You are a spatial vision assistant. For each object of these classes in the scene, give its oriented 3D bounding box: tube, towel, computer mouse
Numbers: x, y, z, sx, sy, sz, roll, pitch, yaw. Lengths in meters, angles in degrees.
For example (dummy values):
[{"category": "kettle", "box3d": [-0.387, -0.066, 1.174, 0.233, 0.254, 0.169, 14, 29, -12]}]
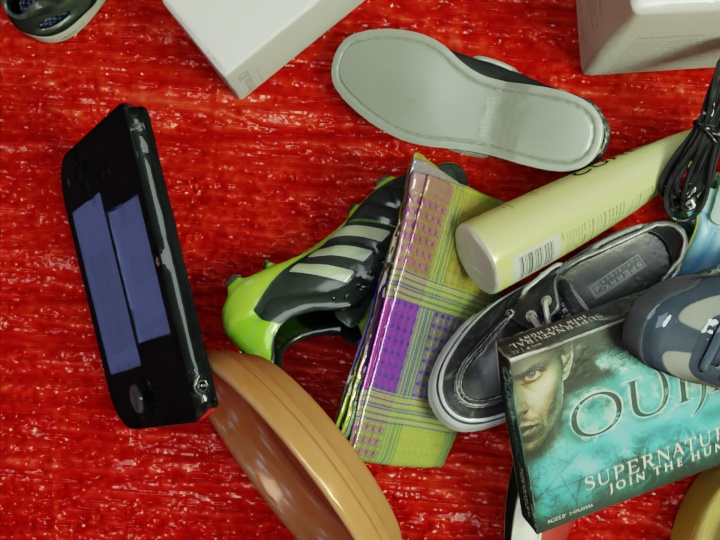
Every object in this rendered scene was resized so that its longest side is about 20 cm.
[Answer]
[{"category": "tube", "box3d": [0.158, -0.049, 0.855, 0.200, 0.058, 0.052, -26, 119, -17]}, {"category": "towel", "box3d": [0.048, 0.033, 0.859, 0.023, 0.144, 0.200, 14, 88, 35]}, {"category": "computer mouse", "box3d": [0.302, -0.073, 0.808, 0.200, 0.046, 0.141, 20, 115, 11]}]

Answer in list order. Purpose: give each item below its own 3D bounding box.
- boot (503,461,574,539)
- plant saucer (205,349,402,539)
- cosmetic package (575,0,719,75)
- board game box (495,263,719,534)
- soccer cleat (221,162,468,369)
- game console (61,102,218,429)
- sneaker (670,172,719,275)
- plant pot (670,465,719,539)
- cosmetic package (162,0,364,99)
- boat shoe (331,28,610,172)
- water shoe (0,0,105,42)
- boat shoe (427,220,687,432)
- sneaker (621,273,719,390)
[{"category": "boot", "box3d": [0.177, 0.142, 0.880, 0.144, 0.072, 0.200, 13, 85, 0]}, {"category": "plant saucer", "box3d": [-0.037, 0.128, 0.824, 0.037, 0.200, 0.200, -37, 88, -18]}, {"category": "cosmetic package", "box3d": [0.232, -0.228, 0.824, 0.165, 0.200, 0.165, -3, 89, 1]}, {"category": "board game box", "box3d": [0.188, 0.076, 0.816, 0.200, 0.028, 0.135, -19, 117, -12]}, {"category": "soccer cleat", "box3d": [0.000, 0.000, 0.873, 0.200, 0.068, 0.081, -34, 60, -9]}, {"category": "game console", "box3d": [-0.151, 0.004, 0.840, 0.031, 0.177, 0.200, -13, 88, -23]}, {"category": "sneaker", "box3d": [0.293, -0.044, 0.878, 0.131, 0.080, 0.200, 42, 88, 1]}, {"category": "plant pot", "box3d": [0.316, 0.205, 0.815, 0.200, 0.189, 0.201, 0, 88, 0]}, {"category": "cosmetic package", "box3d": [-0.032, -0.212, 0.877, 0.200, 0.101, 0.071, -39, 89, 0]}, {"category": "boat shoe", "box3d": [0.076, -0.114, 0.893, 0.200, 0.060, 0.076, 25, 100, 16]}, {"category": "water shoe", "box3d": [-0.177, -0.248, 0.891, 0.071, 0.079, 0.200, 31, 89, 2]}, {"category": "boat shoe", "box3d": [0.131, 0.033, 0.832, 0.200, 0.068, 0.072, -32, 84, -10]}, {"category": "sneaker", "box3d": [0.254, 0.053, 0.766, 0.200, 0.082, 0.070, 10, 110, -23]}]
